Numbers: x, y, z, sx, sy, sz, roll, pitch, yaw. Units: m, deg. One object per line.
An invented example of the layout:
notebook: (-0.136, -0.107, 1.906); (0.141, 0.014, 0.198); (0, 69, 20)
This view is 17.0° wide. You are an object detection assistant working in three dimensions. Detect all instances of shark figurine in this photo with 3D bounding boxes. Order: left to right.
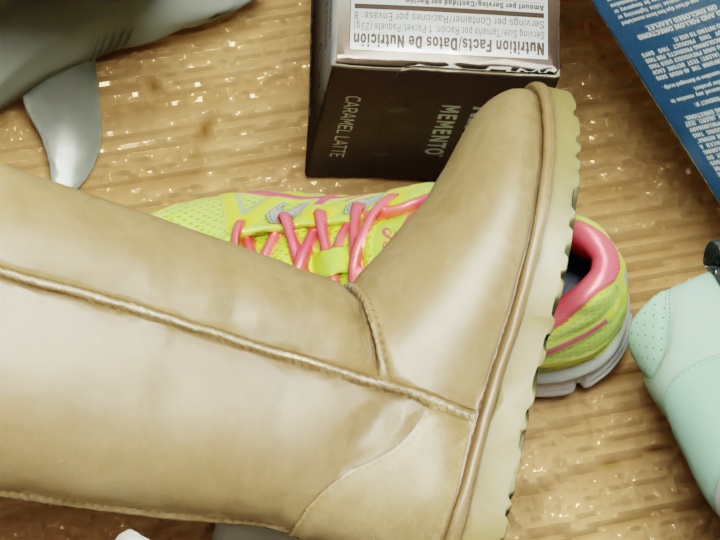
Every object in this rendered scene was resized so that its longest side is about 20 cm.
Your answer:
shark figurine: (-0.137, -0.059, 0.841); (0.128, 0.090, 0.215); (29, 71, 6)

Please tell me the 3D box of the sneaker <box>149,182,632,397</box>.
sneaker: (0.000, 0.000, 0.831); (0.198, 0.090, 0.079); (-2, 74, -4)

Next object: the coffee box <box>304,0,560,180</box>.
coffee box: (0.025, -0.144, 0.865); (0.079, 0.114, 0.201); (3, 74, -4)

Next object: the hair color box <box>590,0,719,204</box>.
hair color box: (0.127, -0.111, 0.823); (0.200, 0.060, 0.100); (54, 46, -24)

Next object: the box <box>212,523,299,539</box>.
box: (-0.020, 0.142, 0.784); (0.077, 0.095, 0.201); (11, 74, -1)

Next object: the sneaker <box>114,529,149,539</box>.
sneaker: (-0.101, 0.127, 0.704); (0.199, 0.074, 0.116); (19, 71, -6)

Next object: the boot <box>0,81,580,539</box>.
boot: (-0.040, -0.002, 0.734); (0.199, 0.066, 0.176); (16, 67, -7)

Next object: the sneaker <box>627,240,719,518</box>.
sneaker: (0.189, 0.040, 0.843); (0.199, 0.074, 0.118); (4, 34, -28)
